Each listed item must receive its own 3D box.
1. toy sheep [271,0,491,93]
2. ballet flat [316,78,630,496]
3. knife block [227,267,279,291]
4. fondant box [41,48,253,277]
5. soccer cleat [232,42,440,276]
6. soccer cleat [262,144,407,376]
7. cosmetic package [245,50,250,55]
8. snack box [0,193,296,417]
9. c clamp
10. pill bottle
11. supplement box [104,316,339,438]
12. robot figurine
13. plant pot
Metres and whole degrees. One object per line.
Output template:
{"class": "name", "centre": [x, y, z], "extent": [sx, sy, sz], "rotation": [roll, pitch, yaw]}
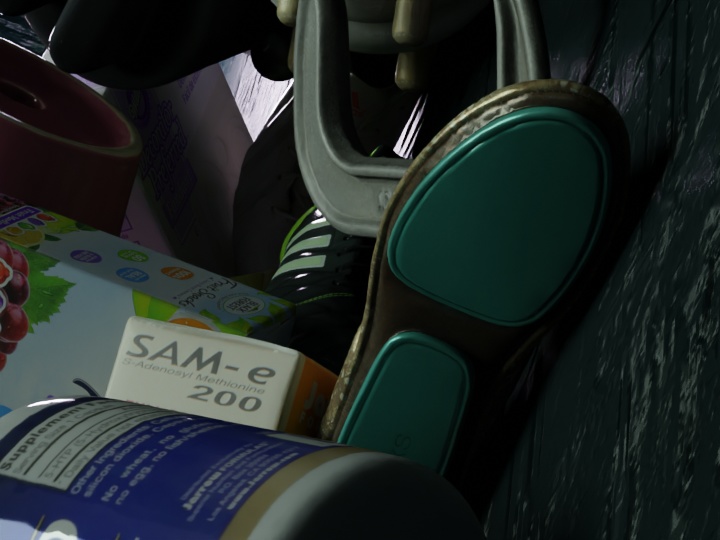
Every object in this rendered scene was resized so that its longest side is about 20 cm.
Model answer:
{"class": "toy sheep", "centre": [0.008, -0.152, 1.235], "extent": [0.200, 0.137, 0.139], "rotation": [110, 177, -81]}
{"class": "ballet flat", "centre": [0.035, 0.002, 0.933], "extent": [0.200, 0.070, 0.065], "rotation": [-61, 2, 40]}
{"class": "knife block", "centre": [-0.048, 0.092, 1.250], "extent": [0.200, 0.064, 0.176], "rotation": [-12, -97, -64]}
{"class": "fondant box", "centre": [-0.094, -0.028, 1.419], "extent": [0.144, 0.058, 0.201], "rotation": [-71, -38, -57]}
{"class": "soccer cleat", "centre": [-0.010, -0.070, 1.385], "extent": [0.078, 0.069, 0.201], "rotation": [-143, 74, -78]}
{"class": "soccer cleat", "centre": [0.000, 0.000, 1.182], "extent": [0.081, 0.067, 0.200], "rotation": [-57, 12, 14]}
{"class": "cosmetic package", "centre": [-0.003, -0.202, 1.474], "extent": [0.085, 0.107, 0.201], "rotation": [-104, 31, -73]}
{"class": "snack box", "centre": [-0.117, 0.087, 1.134], "extent": [0.053, 0.142, 0.201], "rotation": [-31, -43, -64]}
{"class": "c clamp", "centre": [0.013, -0.094, 1.083], "extent": [0.200, 0.027, 0.172], "rotation": [18, 106, 57]}
{"class": "pill bottle", "centre": [-0.068, 0.101, 0.875], "extent": [0.199, 0.120, 0.120], "rotation": [7, 76, 42]}
{"class": "supplement box", "centre": [-0.052, 0.132, 1.006], "extent": [0.126, 0.073, 0.201], "rotation": [35, -111, -60]}
{"class": "robot figurine", "centre": [-0.082, -0.156, 1.322], "extent": [0.200, 0.124, 0.151], "rotation": [-29, -74, -52]}
{"class": "plant pot", "centre": [-0.191, -0.007, 1.264], "extent": [0.180, 0.199, 0.200], "rotation": [-62, 10, 15]}
